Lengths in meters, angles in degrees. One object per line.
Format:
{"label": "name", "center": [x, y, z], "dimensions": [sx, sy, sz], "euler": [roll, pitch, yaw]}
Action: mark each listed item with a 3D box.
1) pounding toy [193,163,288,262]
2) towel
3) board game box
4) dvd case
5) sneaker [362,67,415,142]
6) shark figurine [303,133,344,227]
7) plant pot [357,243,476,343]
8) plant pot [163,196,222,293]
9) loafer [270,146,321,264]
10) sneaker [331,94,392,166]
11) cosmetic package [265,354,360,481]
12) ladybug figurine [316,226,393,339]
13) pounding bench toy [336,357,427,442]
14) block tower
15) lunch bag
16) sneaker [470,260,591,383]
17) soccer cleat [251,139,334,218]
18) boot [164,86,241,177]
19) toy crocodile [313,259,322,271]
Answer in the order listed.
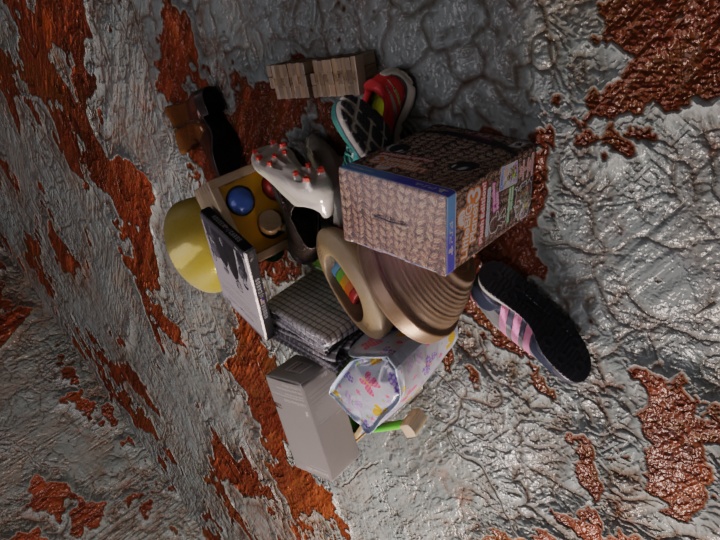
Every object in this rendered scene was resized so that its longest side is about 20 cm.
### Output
{"label": "pounding toy", "center": [-0.157, -0.093, 1.058], "dimensions": [0.142, 0.183, 0.202], "euler": [-5, 111, 62]}
{"label": "towel", "center": [-0.059, 0.082, 1.058], "dimensions": [0.199, 0.165, 0.087], "euler": [21, 132, 39]}
{"label": "board game box", "center": [0.098, -0.098, 0.741], "dimensions": [0.158, 0.199, 0.098], "euler": [21, 129, 37]}
{"label": "dvd case", "center": [-0.209, 0.008, 1.015], "dimensions": [0.150, 0.025, 0.202], "euler": [38, 147, 37]}
{"label": "sneaker", "center": [0.013, -0.196, 0.862], "dimensions": [0.077, 0.085, 0.202], "euler": [37, 136, 27]}
{"label": "shark figurine", "center": [-0.026, -0.135, 0.957], "dimensions": [0.128, 0.089, 0.217], "euler": [167, 83, -85]}
{"label": "plant pot", "center": [0.094, -0.010, 0.823], "dimensions": [0.092, 0.200, 0.202], "euler": [-32, 89, 32]}
{"label": "plant pot", "center": [-0.269, -0.073, 1.192], "dimensions": [0.141, 0.200, 0.202], "euler": [-21, 99, 26]}
{"label": "loafer", "center": [-0.097, -0.115, 0.990], "dimensions": [0.071, 0.072, 0.203], "euler": [-24, 80, 67]}
{"label": "sneaker", "center": [0.007, -0.149, 0.810], "dimensions": [0.079, 0.078, 0.200], "euler": [-3, 145, 28]}
{"label": "cosmetic package", "center": [-0.083, 0.261, 1.063], "dimensions": [0.106, 0.090, 0.202], "euler": [1, 112, 44]}
{"label": "ladybug figurine", "center": [-0.001, 0.009, 0.916], "dimensions": [0.201, 0.071, 0.136], "euler": [57, 157, 19]}
{"label": "pounding bench toy", "center": [0.018, 0.257, 1.118], "dimensions": [0.200, 0.124, 0.157], "euler": [44, 139, 17]}
{"label": "block tower", "center": [-0.057, -0.294, 0.900], "dimensions": [0.199, 0.058, 0.055], "euler": [15, 124, 44]}
{"label": "lunch bag", "center": [0.058, 0.142, 0.965], "dimensions": [0.127, 0.169, 0.200], "euler": [45, 142, 9]}
{"label": "sneaker", "center": [0.232, 0.077, 0.829], "dimensions": [0.201, 0.070, 0.082], "euler": [51, 158, 15]}
{"label": "soccer cleat", "center": [-0.109, -0.141, 0.922], "dimensions": [0.199, 0.069, 0.078], "euler": [36, 149, 43]}
{"label": "boot", "center": [-0.332, -0.260, 1.211], "dimensions": [0.199, 0.068, 0.190], "euler": [-3, 112, 49]}
{"label": "toy crocodile", "center": [0.000, 0.000, 1.019], "dimensions": [0.198, 0.067, 0.063], "euler": [21, 122, 35]}
